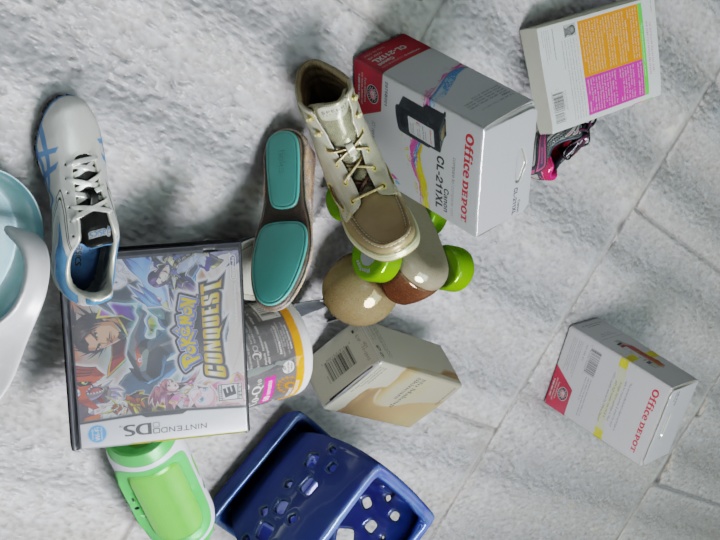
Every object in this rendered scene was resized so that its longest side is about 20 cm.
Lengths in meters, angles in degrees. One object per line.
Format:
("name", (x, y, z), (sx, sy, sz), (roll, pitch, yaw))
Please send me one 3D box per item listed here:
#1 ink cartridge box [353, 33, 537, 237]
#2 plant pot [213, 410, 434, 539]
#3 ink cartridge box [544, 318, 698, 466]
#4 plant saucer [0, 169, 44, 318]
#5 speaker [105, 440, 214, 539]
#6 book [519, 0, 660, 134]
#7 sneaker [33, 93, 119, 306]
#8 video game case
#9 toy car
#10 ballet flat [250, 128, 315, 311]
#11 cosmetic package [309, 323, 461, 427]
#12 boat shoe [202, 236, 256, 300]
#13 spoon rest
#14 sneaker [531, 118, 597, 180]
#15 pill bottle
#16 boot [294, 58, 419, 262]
("ink cartridge box", (0.088, -0.150, 1.535), (0.083, 0.200, 0.146), (-29, 136, -32))
("plant pot", (-0.057, 0.304, 1.742), (0.200, 0.180, 0.200), (-51, 145, -7))
("ink cartridge box", (0.402, 0.187, 2.166), (0.083, 0.200, 0.145), (-11, 125, -45))
("plant saucer", (-0.377, -0.009, 1.254), (0.200, 0.027, 0.200), (-30, 137, -32))
("speaker", (-0.224, 0.238, 1.577), (0.088, 0.088, 0.200), (-39, 141, -22))
("book", (0.297, -0.262, 1.771), (0.200, 0.048, 0.134), (-21, 106, -33))
("sneaker", (-0.256, -0.064, 1.297), (0.072, 0.072, 0.200), (-18, 114, -40))
("video game case", (-0.204, 0.074, 1.396), (0.180, 0.026, 0.200), (-4, 102, -14))
("toy car", (0.000, 0.000, 1.646), (0.164, 0.158, 0.200), (8, 140, -48))
("ballet flat", (-0.073, -0.050, 1.489), (0.067, 0.068, 0.200), (38, 57, -69))
("cosmetic package", (0.031, 0.134, 1.776), (0.105, 0.071, 0.200), (-41, 148, 21))
("boat shoe", (-0.153, 0.007, 1.494), (0.200, 0.062, 0.075), (-30, 122, -44))
("spoon rest", (-0.341, 0.060, 1.278), (0.099, 0.061, 0.200), (18, 102, -53))
("sneaker", (0.277, -0.197, 1.826), (0.200, 0.075, 0.081), (-51, 143, -9))
("pill bottle", (-0.161, 0.101, 1.505), (0.200, 0.116, 0.117), (-14, 128, -30))
("boot", (-0.008, -0.116, 1.462), (0.072, 0.200, 0.155), (-24, 137, -5))
